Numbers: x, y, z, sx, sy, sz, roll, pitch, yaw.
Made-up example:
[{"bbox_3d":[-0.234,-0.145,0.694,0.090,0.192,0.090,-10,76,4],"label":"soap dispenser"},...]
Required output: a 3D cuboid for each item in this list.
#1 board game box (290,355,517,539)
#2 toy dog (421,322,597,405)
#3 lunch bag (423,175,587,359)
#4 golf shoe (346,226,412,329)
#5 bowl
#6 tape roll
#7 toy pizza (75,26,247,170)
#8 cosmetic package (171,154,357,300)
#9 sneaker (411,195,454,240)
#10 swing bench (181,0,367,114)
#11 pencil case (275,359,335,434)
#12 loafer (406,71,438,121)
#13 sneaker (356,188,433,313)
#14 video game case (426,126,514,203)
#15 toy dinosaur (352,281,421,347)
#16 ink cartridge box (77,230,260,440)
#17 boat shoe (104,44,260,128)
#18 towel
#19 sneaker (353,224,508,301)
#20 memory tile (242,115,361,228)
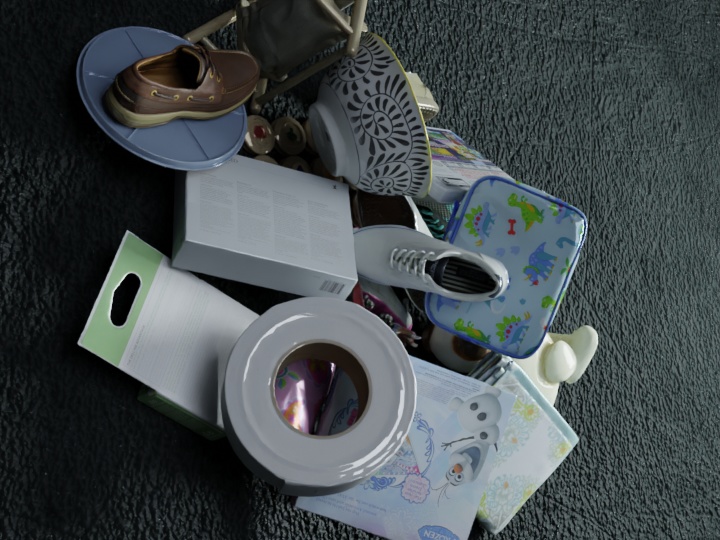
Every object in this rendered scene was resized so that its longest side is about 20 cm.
[{"bbox_3d":[0.049,0.199,1.338,0.200,0.043,0.199,21,83,-9],"label":"board game box"},{"bbox_3d":[0.174,0.102,1.562,0.200,0.139,0.194,29,86,-32],"label":"toy dog"},{"bbox_3d":[0.170,-0.007,1.433,0.161,0.082,0.200,22,93,3],"label":"lunch bag"},{"bbox_3d":[0.000,0.000,1.455,0.200,0.075,0.092,42,59,-25],"label":"golf shoe"},{"bbox_3d":[-0.001,-0.164,1.388,0.094,0.201,0.201,-21,90,-12],"label":"bowl"},{"bbox_3d":[-0.045,0.132,1.249,0.202,0.071,0.203,3,71,-9],"label":"tape roll"},{"bbox_3d":[-0.219,-0.186,1.321,0.200,0.032,0.200,19,48,-23],"label":"toy pizza"},{"bbox_3d":[-0.107,-0.053,1.330,0.200,0.052,0.151,14,48,-21],"label":"cosmetic package"},{"bbox_3d":[0.118,-0.070,1.587,0.200,0.078,0.091,14,93,-38],"label":"sneaker"},{"bbox_3d":[-0.072,-0.323,1.418,0.130,0.199,0.200,44,52,-23],"label":"swing bench"},{"bbox_3d":[-0.078,0.127,1.343,0.087,0.087,0.200,37,54,-28],"label":"pencil case"},{"bbox_3d":[0.023,-0.235,1.566,0.200,0.076,0.068,9,54,-54],"label":"loafer"},{"bbox_3d":[0.053,-0.043,1.531,0.085,0.073,0.200,-73,139,-71],"label":"sneaker"},{"bbox_3d":[0.109,-0.138,1.555,0.200,0.023,0.182,0,34,-47],"label":"video game case"},{"bbox_3d":[-0.005,0.148,1.394,0.200,0.105,0.182,45,61,-15],"label":"toy dinosaur"},{"bbox_3d":[-0.202,0.071,1.271,0.200,0.048,0.146,34,55,-27],"label":"ink cartridge box"},{"bbox_3d":[-0.180,-0.207,1.292,0.200,0.068,0.072,-22,72,-44],"label":"boat shoe"},{"bbox_3d":[0.169,0.215,1.501,0.171,0.048,0.200,-45,121,-6],"label":"towel"},{"bbox_3d":[0.072,-0.010,1.369,0.071,0.200,0.073,-5,105,-84],"label":"sneaker"},{"bbox_3d":[-0.060,-0.119,1.486,0.200,0.017,0.154,-5,80,-44],"label":"memory tile"}]
